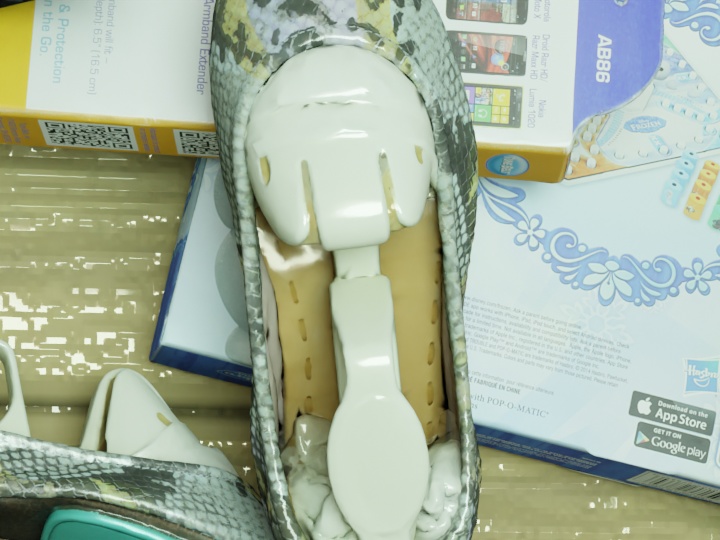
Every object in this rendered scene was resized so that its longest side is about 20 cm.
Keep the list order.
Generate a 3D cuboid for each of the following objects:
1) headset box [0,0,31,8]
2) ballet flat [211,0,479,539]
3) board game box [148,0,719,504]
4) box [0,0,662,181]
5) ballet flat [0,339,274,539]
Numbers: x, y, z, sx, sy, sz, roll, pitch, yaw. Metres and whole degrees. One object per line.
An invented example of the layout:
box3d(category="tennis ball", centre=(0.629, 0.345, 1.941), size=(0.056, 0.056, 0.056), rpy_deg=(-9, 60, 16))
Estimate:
box3d(category="headset box", centre=(-0.147, -0.148, 0.790), size=(0.077, 0.200, 0.149), rpy_deg=(17, 73, -47))
box3d(category="ballet flat", centre=(0.000, 0.000, 0.748), size=(0.072, 0.072, 0.201), rpy_deg=(-8, 102, -12))
box3d(category="board game box", centre=(0.053, -0.044, 0.873), size=(0.199, 0.043, 0.200), rpy_deg=(15, 78, -7))
box3d(category="box", centre=(-0.011, -0.092, 0.819), size=(0.199, 0.041, 0.119), rpy_deg=(5, 77, -2))
box3d(category="ballet flat", centre=(-0.095, 0.056, 0.815), size=(0.200, 0.072, 0.072), rpy_deg=(13, 77, -9))
